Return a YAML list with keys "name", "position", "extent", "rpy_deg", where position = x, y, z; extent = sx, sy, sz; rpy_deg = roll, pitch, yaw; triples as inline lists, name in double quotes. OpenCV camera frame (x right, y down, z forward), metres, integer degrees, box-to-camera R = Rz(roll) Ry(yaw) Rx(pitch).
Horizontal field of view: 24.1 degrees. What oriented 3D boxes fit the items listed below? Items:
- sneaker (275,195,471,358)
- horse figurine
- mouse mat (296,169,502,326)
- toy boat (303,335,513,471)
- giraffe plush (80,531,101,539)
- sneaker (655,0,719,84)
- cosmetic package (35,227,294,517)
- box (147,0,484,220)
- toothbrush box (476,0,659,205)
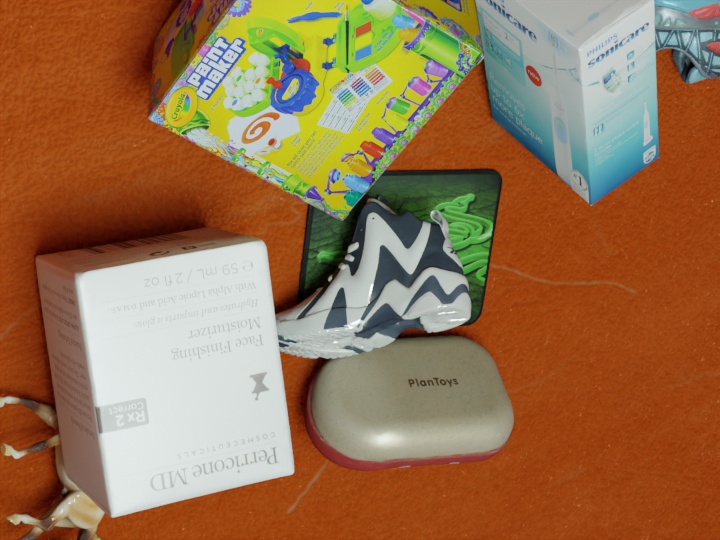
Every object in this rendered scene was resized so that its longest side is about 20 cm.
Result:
- name: "sneaker"
  position: [0.000, 0.000, 1.541]
  extent: [0.198, 0.131, 0.079]
  rpy_deg: [-16, 154, 25]
- name: "horse figurine"
  position: [-0.264, 0.181, 1.501]
  extent: [0.132, 0.050, 0.202]
  rpy_deg: [-6, 100, -42]
- name: "mouse mat"
  position: [0.037, -0.018, 1.591]
  extent: [0.198, 0.008, 0.162]
  rpy_deg: [-3, 113, -25]
- name: "toy boat"
  position: [0.039, 0.144, 1.612]
  extent: [0.198, 0.131, 0.131]
  rpy_deg: [-1, 142, -24]
- name: "giraffe plush"
  position: [-0.274, 0.346, 1.515]
  extent: [0.199, 0.162, 0.174]
  rpy_deg: [-14, 117, -18]
- name: "sneaker"
  position: [0.338, -0.223, 1.609]
  extent: [0.199, 0.079, 0.096]
  rpy_deg: [15, 115, -20]
- name: "cosmetic package"
  position: [-0.167, 0.078, 1.418]
  extent: [0.164, 0.165, 0.202]
  rpy_deg: [-11, 99, -21]
- name: "box"
  position: [-0.038, -0.181, 1.360]
  extent: [0.192, 0.122, 0.200]
  rpy_deg: [27, 125, -24]
- name: "toothbrush box"
  position: [0.180, -0.180, 1.462]
  extent: [0.085, 0.146, 0.201]
  rpy_deg: [-34, 145, -15]
